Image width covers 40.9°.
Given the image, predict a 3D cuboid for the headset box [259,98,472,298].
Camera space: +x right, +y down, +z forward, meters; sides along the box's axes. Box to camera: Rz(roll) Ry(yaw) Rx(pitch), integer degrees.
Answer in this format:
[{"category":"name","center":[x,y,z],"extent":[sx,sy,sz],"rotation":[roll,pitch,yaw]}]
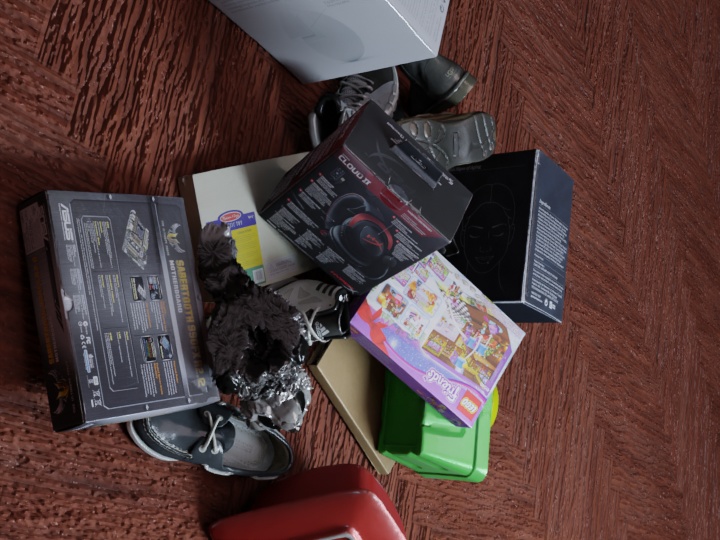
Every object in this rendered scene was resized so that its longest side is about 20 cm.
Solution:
[{"category":"headset box","center":[0.008,-0.072,1.002],"extent":[0.148,0.199,0.076],"rotation":[40,54,-14]}]

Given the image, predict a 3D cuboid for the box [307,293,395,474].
[{"category":"box","center":[0.019,0.129,1.220],"extent":[0.201,0.021,0.164],"rotation":[60,45,-31]}]

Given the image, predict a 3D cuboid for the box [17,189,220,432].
[{"category":"box","center":[-0.214,0.032,0.869],"extent":[0.157,0.048,0.204],"rotation":[-2,78,-53]}]

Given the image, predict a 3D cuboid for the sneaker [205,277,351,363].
[{"category":"sneaker","center":[-0.083,0.059,1.016],"extent":[0.200,0.114,0.077],"rotation":[-38,117,-46]}]

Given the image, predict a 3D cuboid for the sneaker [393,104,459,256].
[{"category":"sneaker","center":[0.074,-0.119,1.241],"extent":[0.060,0.103,0.204],"rotation":[5,84,-52]}]

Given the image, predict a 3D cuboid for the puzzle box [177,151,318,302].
[{"category":"puzzle box","center":[-0.111,-0.053,1.060],"extent":[0.199,0.025,0.135],"rotation":[-19,103,-51]}]

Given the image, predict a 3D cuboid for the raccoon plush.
[{"category":"raccoon plush","center":[-0.097,0.062,0.953],"extent":[0.135,0.095,0.203],"rotation":[84,-5,-63]}]

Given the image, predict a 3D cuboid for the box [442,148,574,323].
[{"category":"box","center":[0.163,-0.039,1.276],"extent":[0.123,0.198,0.200],"rotation":[23,71,-51]}]

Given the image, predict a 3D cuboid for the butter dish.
[{"category":"butter dish","center":[-0.031,0.279,1.045],"extent":[0.149,0.197,0.201],"rotation":[-79,146,-56]}]

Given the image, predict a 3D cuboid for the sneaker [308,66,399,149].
[{"category":"sneaker","center":[-0.010,-0.198,1.139],"extent":[0.116,0.074,0.203],"rotation":[47,51,-62]}]

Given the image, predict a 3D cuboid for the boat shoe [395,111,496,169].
[{"category":"boat shoe","center":[0.077,-0.155,1.177],"extent":[0.198,0.073,0.077],"rotation":[-12,110,-37]}]

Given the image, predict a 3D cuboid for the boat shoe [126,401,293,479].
[{"category":"boat shoe","center":[-0.145,0.165,0.972],"extent":[0.199,0.060,0.077],"rotation":[26,70,-48]}]

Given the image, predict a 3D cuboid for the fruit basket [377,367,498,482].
[{"category":"fruit basket","center":[0.126,0.166,1.237],"extent":[0.213,0.155,0.220],"rotation":[6,80,-34]}]

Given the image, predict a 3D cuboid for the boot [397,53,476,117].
[{"category":"boot","center":[0.046,-0.288,1.228],"extent":[0.199,0.182,0.073],"rotation":[41,73,-11]}]

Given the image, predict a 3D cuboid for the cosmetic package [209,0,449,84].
[{"category":"cosmetic package","center":[-0.037,-0.318,1.031],"extent":[0.199,0.197,0.125],"rotation":[33,63,-47]}]

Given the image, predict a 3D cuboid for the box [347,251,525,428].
[{"category":"box","center":[0.085,0.068,1.121],"extent":[0.200,0.039,0.138],"rotation":[41,69,-17]}]
